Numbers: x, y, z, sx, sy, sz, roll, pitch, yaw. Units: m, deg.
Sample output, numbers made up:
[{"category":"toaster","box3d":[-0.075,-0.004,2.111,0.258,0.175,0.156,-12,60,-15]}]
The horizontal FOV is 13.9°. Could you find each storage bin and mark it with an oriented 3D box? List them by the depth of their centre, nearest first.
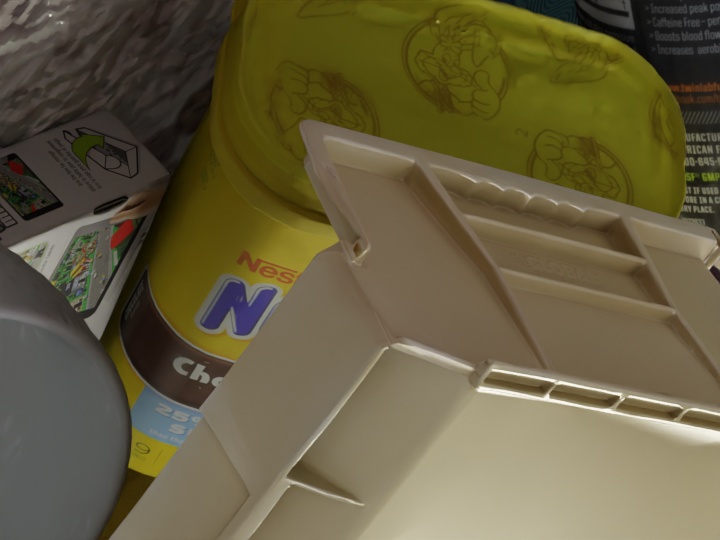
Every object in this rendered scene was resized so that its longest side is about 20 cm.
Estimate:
[{"category":"storage bin","box3d":[0.005,0.075,0.837,0.198,0.094,0.200,13,123,-45]}]

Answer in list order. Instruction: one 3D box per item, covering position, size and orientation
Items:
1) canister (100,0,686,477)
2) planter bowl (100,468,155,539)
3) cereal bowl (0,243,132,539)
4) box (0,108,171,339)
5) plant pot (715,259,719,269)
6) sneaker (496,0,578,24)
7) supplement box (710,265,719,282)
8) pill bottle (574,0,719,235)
[{"category":"canister","box3d":[0.000,0.000,0.970,0.148,0.087,0.200,13,145,-15]},{"category":"planter bowl","box3d":[-0.055,0.120,1.142,0.200,0.200,0.084,-33,122,-29]},{"category":"cereal bowl","box3d":[-0.168,0.055,0.817,0.200,0.083,0.200,-24,145,-18]},{"category":"box","box3d":[-0.139,0.043,0.956,0.110,0.035,0.200,-25,153,-44]},{"category":"plant pot","box3d":[0.199,-0.052,1.299,0.201,0.092,0.202,-2,90,-76]},{"category":"sneaker","box3d":[0.097,-0.095,1.090,0.200,0.080,0.131,-44,159,0]},{"category":"supplement box","box3d":[0.101,0.036,1.209,0.110,0.086,0.200,-47,126,8]},{"category":"pill bottle","box3d":[0.117,-0.117,0.951,0.106,0.106,0.201,-32,123,-33]}]
